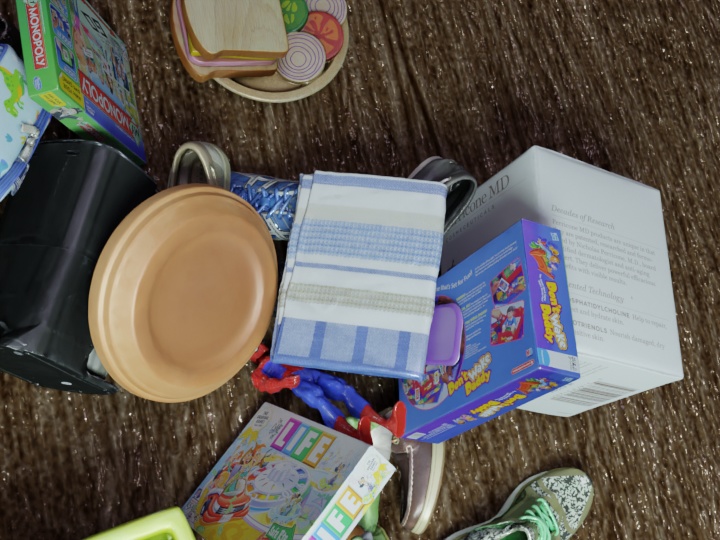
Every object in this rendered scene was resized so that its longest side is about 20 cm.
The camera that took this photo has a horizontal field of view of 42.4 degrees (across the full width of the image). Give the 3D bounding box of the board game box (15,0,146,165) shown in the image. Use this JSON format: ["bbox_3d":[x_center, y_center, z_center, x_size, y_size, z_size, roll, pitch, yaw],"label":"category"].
[{"bbox_3d":[-0.257,-0.188,0.862,0.029,0.200,0.136,-14,78,5],"label":"board game box"}]

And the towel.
[{"bbox_3d":[0.000,0.000,0.855,0.146,0.024,0.201,5,66,9],"label":"towel"}]

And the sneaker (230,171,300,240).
[{"bbox_3d":[-0.087,-0.068,0.938,0.198,0.077,0.076,7,74,-12],"label":"sneaker"}]

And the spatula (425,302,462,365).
[{"bbox_3d":[0.022,0.060,0.879,0.020,0.199,0.057,19,74,-44],"label":"spatula"}]

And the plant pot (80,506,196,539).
[{"bbox_3d":[-0.206,0.318,0.736,0.198,0.181,0.201,-19,80,-19],"label":"plant pot"}]

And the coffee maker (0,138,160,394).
[{"bbox_3d":[-0.263,-0.012,0.811,0.134,0.192,0.201,10,69,4],"label":"coffee maker"}]

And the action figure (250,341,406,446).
[{"bbox_3d":[-0.044,0.104,0.855,0.065,0.199,0.052,-22,116,-36],"label":"action figure"}]

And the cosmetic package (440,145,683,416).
[{"bbox_3d":[0.190,0.020,0.915,0.165,0.167,0.201,13,62,-26],"label":"cosmetic package"}]

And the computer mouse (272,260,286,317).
[{"bbox_3d":[-0.031,0.027,0.954,0.199,0.034,0.059,9,87,-21],"label":"computer mouse"}]

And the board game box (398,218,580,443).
[{"bbox_3d":[0.104,0.060,0.825,0.045,0.200,0.135,14,59,-27],"label":"board game box"}]

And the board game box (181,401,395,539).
[{"bbox_3d":[-0.071,0.192,0.798,0.034,0.200,0.135,47,70,-24],"label":"board game box"}]

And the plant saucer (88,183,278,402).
[{"bbox_3d":[-0.145,0.024,0.827,0.199,0.037,0.202,-18,115,-42],"label":"plant saucer"}]

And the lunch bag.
[{"bbox_3d":[-0.365,-0.104,0.800,0.083,0.199,0.161,52,30,-38],"label":"lunch bag"}]

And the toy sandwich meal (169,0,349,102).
[{"bbox_3d":[-0.104,-0.275,0.996,0.204,0.070,0.207,4,73,-15],"label":"toy sandwich meal"}]

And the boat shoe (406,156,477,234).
[{"bbox_3d":[0.038,-0.030,0.918,0.200,0.057,0.067,-51,130,-7],"label":"boat shoe"}]

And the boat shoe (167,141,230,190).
[{"bbox_3d":[-0.158,-0.022,0.881,0.072,0.065,0.202,4,96,7],"label":"boat shoe"}]

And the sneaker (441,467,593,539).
[{"bbox_3d":[0.162,0.260,0.906,0.199,0.089,0.077,-30,84,-22],"label":"sneaker"}]

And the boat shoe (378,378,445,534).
[{"bbox_3d":[0.044,0.156,0.918,0.071,0.072,0.201,8,68,-6],"label":"boat shoe"}]

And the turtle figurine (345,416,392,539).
[{"bbox_3d":[-0.037,0.230,0.827,0.198,0.144,0.195,6,63,-6],"label":"turtle figurine"}]

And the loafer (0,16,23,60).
[{"bbox_3d":[-0.420,-0.201,0.885,0.199,0.071,0.073,-33,85,-22],"label":"loafer"}]
